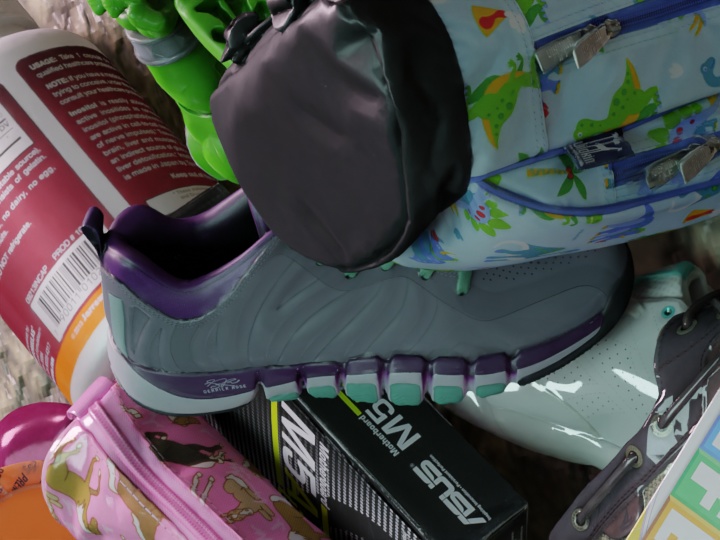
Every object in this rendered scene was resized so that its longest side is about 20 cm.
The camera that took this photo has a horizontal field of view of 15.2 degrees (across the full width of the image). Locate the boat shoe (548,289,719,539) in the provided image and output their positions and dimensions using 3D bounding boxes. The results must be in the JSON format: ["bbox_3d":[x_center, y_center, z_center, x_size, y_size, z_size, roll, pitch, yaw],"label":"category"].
[{"bbox_3d":[0.129,0.038,0.932,0.065,0.072,0.201,37,112,21],"label":"boat shoe"}]

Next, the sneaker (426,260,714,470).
[{"bbox_3d":[0.097,0.031,1.026,0.199,0.075,0.089,28,113,29],"label":"sneaker"}]

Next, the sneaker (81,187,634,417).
[{"bbox_3d":[0.000,0.000,0.981,0.088,0.198,0.075,78,-177,-45],"label":"sneaker"}]

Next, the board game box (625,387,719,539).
[{"bbox_3d":[0.143,0.073,0.875,0.034,0.134,0.201,36,100,31],"label":"board game box"}]

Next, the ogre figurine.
[{"bbox_3d":[-0.008,-0.058,1.053,0.120,0.198,0.099,88,-175,-61],"label":"ogre figurine"}]

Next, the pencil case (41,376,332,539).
[{"bbox_3d":[-0.043,0.121,1.052,0.200,0.082,0.087,41,128,35],"label":"pencil case"}]

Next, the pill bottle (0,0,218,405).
[{"bbox_3d":[-0.132,-0.033,1.205,0.200,0.113,0.113,48,133,24],"label":"pill bottle"}]

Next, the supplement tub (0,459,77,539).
[{"bbox_3d":[-0.144,0.180,1.207,0.123,0.122,0.201,46,149,26],"label":"supplement tub"}]

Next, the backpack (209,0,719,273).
[{"bbox_3d":[0.073,-0.067,0.915,0.154,0.199,0.163,58,158,-2],"label":"backpack"}]

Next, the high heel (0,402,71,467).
[{"bbox_3d":[-0.144,0.166,1.325,0.096,0.067,0.201,-19,92,45],"label":"high heel"}]

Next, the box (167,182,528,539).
[{"bbox_3d":[-0.010,0.088,1.107,0.193,0.047,0.200,48,160,25],"label":"box"}]
